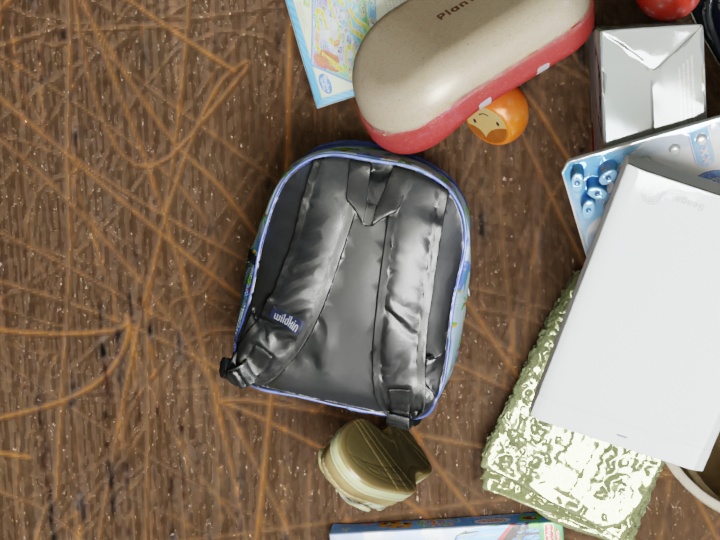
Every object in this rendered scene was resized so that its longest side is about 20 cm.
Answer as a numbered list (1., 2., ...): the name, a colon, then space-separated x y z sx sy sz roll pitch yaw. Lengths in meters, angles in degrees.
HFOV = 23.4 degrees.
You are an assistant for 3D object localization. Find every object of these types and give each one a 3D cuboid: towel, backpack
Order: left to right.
1. backpack: 0.000 0.000 1.393 0.181 0.147 0.202 13 103 4
2. towel: 0.195 0.114 1.439 0.147 0.036 0.202 24 93 3

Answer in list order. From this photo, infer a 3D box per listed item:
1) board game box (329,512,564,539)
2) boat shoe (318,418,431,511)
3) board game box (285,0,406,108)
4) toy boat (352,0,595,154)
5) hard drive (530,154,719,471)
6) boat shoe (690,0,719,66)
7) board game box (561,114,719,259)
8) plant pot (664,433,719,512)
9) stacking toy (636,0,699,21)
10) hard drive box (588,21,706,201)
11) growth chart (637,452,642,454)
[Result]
1. board game box: 0.078 0.288 1.484 0.198 0.037 0.153 -4 98 6
2. boat shoe: 0.003 0.161 1.391 0.063 0.201 0.073 -37 83 10
3. board game box: 0.000 -0.247 1.414 0.133 0.034 0.202 -15 96 7
4. toy boat: 0.093 -0.152 1.355 0.199 0.131 0.131 -32 128 -8
5. hard drive: 0.211 0.033 1.206 0.131 0.026 0.201 18 115 -1
6. boat shoe: 0.330 -0.154 1.384 0.074 0.062 0.201 -34 95 7
7. board game box: 0.263 -0.009 1.230 0.198 0.026 0.202 -16 110 10
8. plant pot: 0.336 0.129 1.344 0.198 0.184 0.202 -8 62 16
9. stacking toy: 0.199 -0.282 1.352 0.085 0.085 0.201 -30 86 9
10. hard drive box: 0.218 -0.109 1.330 0.076 0.200 0.158 -2 98 6
11. growth chart: 0.264 0.046 1.230 0.199 0.018 0.146 -23 108 15
